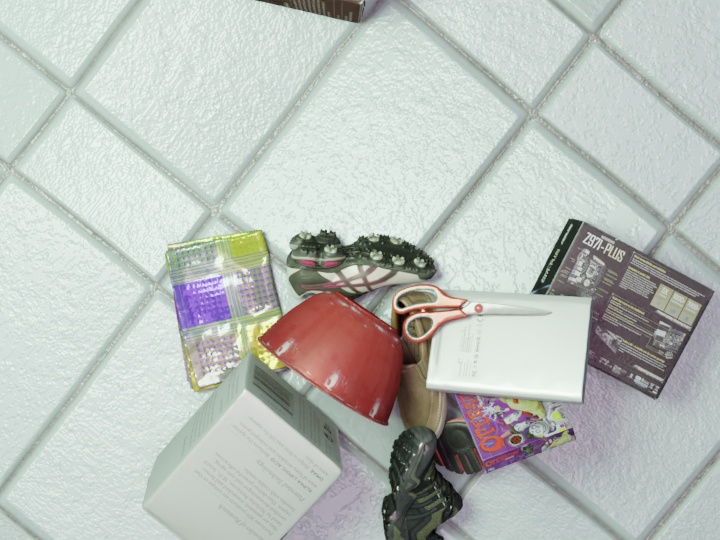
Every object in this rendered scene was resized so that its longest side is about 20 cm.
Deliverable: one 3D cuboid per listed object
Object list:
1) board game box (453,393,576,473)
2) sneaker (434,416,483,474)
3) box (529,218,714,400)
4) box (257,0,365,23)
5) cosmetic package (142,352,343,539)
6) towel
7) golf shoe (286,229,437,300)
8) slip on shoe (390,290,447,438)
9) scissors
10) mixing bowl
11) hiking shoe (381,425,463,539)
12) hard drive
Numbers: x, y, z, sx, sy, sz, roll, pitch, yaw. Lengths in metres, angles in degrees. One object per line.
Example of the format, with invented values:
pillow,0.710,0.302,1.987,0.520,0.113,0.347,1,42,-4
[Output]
board game box,0.185,0.163,1.413,0.119,0.201,0.032,-24,125,2
sneaker,0.181,0.217,1.478,0.199,0.087,0.074,-17,95,24
box,0.332,0.049,1.456,0.199,0.086,0.165,26,94,-4
box,-0.075,-0.417,1.364,0.198,0.164,0.168,11,95,-3
cosmetic package,-0.148,0.248,1.410,0.165,0.165,0.200,41,97,-10
towel,-0.178,0.054,1.474,0.142,0.023,0.202,-9,95,0
golf shoe,0.000,0.000,1.461,0.198,0.077,0.089,6,120,-4
slip on shoe,0.072,0.129,1.454,0.076,0.060,0.202,4,93,38
scissors,0.137,0.041,1.398,0.198,0.014,0.074,-13,83,15
mixing bowl,-0.020,0.097,1.396,0.199,0.200,0.109,33,91,-4
hiking shoe,0.088,0.285,1.462,0.100,0.076,0.201,3,125,-12
hard drive,0.188,0.094,1.395,0.198,0.027,0.133,3,73,21
